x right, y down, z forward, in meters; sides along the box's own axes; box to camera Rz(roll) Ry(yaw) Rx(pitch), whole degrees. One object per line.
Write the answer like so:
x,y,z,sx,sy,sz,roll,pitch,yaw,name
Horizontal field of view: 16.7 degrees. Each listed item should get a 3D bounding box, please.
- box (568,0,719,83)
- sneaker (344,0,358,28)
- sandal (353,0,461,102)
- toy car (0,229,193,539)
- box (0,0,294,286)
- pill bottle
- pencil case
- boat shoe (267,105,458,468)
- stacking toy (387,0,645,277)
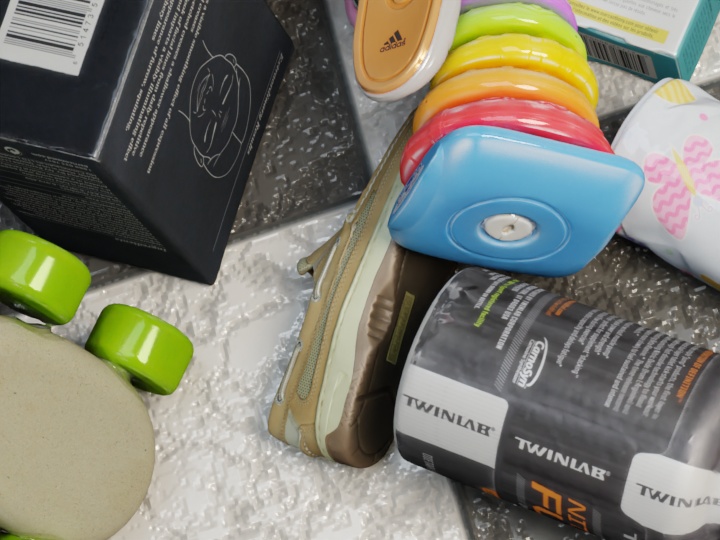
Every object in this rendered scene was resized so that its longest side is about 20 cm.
0.174,-0.204,1.318,0.082,0.049,0.201,21,78,19,box
0.067,-0.207,1.322,0.200,0.095,0.079,-45,66,-5,sneaker
0.020,-0.186,1.233,0.079,0.059,0.208,-14,57,34,sandal
-0.218,0.073,1.300,0.199,0.158,0.165,9,68,46,toy car
-0.127,-0.100,1.275,0.106,0.200,0.149,13,75,18,box
0.125,0.078,1.206,0.199,0.106,0.107,20,78,19,pill bottle
0.216,-0.021,1.229,0.199,0.083,0.091,28,87,21,pencil case
0.000,0.000,1.287,0.076,0.072,0.201,12,73,33,boat shoe
0.078,-0.106,1.242,0.109,0.116,0.201,12,60,-14,stacking toy
